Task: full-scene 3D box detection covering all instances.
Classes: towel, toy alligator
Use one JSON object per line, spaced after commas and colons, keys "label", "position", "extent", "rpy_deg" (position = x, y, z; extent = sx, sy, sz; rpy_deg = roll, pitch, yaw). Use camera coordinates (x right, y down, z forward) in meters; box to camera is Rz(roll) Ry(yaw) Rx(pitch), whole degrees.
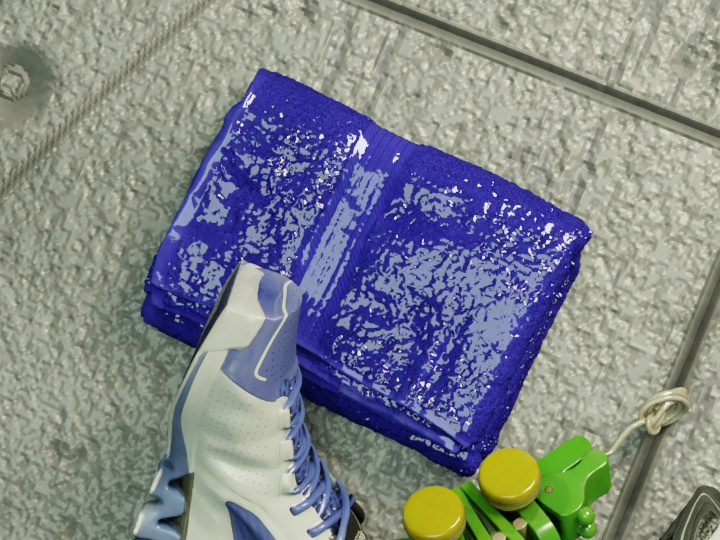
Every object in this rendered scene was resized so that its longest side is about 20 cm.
{"label": "towel", "position": [0.000, 0.000, 1.164], "extent": [0.199, 0.050, 0.148], "rpy_deg": [25, 92, 10]}
{"label": "toy alligator", "position": [0.086, 0.120, 1.116], "extent": [0.199, 0.059, 0.054], "rpy_deg": [-25, 52, -11]}

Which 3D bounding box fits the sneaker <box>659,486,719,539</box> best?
{"label": "sneaker", "position": [0.106, 0.181, 1.118], "extent": [0.086, 0.080, 0.200], "rpy_deg": [38, 87, 20]}

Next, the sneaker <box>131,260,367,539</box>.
{"label": "sneaker", "position": [-0.043, 0.098, 1.142], "extent": [0.115, 0.081, 0.200], "rpy_deg": [18, 117, -2]}
